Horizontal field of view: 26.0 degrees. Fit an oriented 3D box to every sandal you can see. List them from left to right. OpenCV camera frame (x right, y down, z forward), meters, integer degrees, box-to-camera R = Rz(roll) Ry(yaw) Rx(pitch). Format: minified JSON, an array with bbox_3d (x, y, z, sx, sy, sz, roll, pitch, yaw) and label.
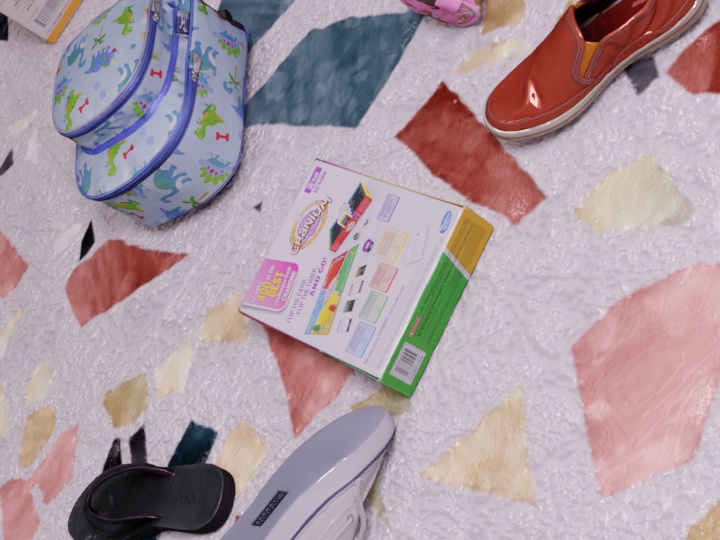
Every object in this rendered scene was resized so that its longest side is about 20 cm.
[{"bbox_3d":[-0.193,0.196,1.355,0.200,0.048,0.076,-16,57,38],"label":"sandal"}]

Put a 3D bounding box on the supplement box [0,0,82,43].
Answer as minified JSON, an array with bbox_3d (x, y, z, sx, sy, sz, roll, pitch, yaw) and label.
[{"bbox_3d":[-0.433,-0.356,1.798,0.074,0.200,0.126,-54,41,6],"label":"supplement box"}]

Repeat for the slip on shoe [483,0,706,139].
[{"bbox_3d":[0.169,-0.173,1.190,0.200,0.061,0.074,-36,48,27],"label":"slip on shoe"}]

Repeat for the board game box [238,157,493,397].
[{"bbox_3d":[0.000,0.000,1.283,0.199,0.040,0.154,23,85,49],"label":"board game box"}]

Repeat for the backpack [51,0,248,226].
[{"bbox_3d":[-0.206,-0.156,1.500,0.182,0.147,0.201,-28,53,34],"label":"backpack"}]

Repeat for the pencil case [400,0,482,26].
[{"bbox_3d":[0.097,-0.308,1.337,0.082,0.087,0.201,20,81,17],"label":"pencil case"}]

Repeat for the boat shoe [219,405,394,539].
[{"bbox_3d":[-0.030,0.195,1.180,0.074,0.086,0.202,-3,37,49],"label":"boat shoe"}]
